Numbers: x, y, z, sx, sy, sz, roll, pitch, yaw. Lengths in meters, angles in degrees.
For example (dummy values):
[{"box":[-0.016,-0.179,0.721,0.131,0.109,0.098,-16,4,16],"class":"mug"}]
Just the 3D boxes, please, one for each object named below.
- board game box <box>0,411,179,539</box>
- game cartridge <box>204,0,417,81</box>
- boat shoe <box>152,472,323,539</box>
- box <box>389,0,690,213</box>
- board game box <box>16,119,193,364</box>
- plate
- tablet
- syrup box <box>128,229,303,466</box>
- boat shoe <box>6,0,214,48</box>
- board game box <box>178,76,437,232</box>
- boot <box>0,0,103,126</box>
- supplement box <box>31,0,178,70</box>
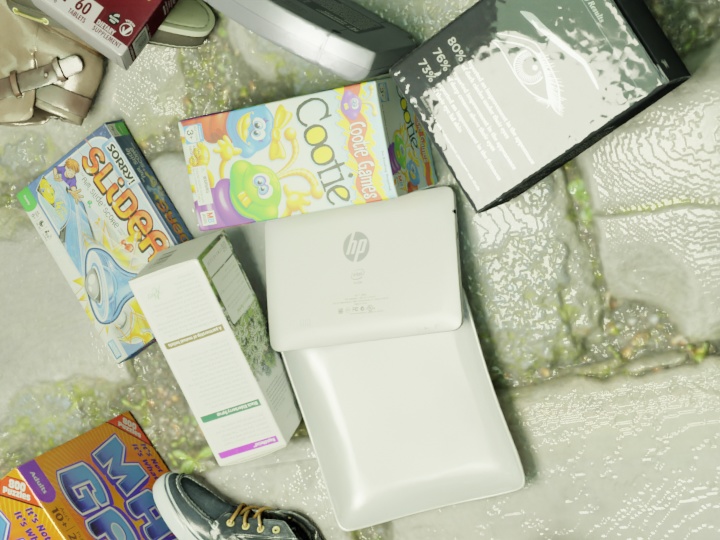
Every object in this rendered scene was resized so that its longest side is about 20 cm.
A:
[{"box":[-0.288,0.296,1.474,0.199,0.200,0.201,-39,84,25],"class":"board game box"},{"box":[-0.055,-0.226,1.314,0.199,0.133,0.041,32,110,16],"class":"game cartridge"},{"box":[-0.108,0.253,1.465,0.200,0.071,0.091,44,112,3],"class":"boat shoe"},{"box":[0.150,-0.164,1.252,0.199,0.104,0.149,-33,86,24],"class":"box"},{"box":[-0.239,-0.028,1.484,0.135,0.034,0.201,-34,86,25],"class":"board game box"},{"box":[0.040,0.126,1.393,0.198,0.032,0.202,-18,92,26],"class":"plate"},{"box":[0.000,0.000,1.376,0.198,0.014,0.132,-8,79,26],"class":"tablet"},{"box":[-0.130,0.074,1.406,0.081,0.079,0.202,-18,106,22],"class":"syrup box"},{"box":[-0.237,-0.247,1.414,0.199,0.072,0.061,18,132,-3],"class":"boat shoe"},{"box":[-0.047,-0.106,1.349,0.198,0.103,0.106,-9,96,25],"class":"board game box"},{"box":[-0.347,-0.216,1.467,0.198,0.070,0.148,5,89,12],"class":"boot"},{"box":[-0.197,-0.295,1.348,0.108,0.061,0.201,34,83,0],"class":"supplement box"}]
